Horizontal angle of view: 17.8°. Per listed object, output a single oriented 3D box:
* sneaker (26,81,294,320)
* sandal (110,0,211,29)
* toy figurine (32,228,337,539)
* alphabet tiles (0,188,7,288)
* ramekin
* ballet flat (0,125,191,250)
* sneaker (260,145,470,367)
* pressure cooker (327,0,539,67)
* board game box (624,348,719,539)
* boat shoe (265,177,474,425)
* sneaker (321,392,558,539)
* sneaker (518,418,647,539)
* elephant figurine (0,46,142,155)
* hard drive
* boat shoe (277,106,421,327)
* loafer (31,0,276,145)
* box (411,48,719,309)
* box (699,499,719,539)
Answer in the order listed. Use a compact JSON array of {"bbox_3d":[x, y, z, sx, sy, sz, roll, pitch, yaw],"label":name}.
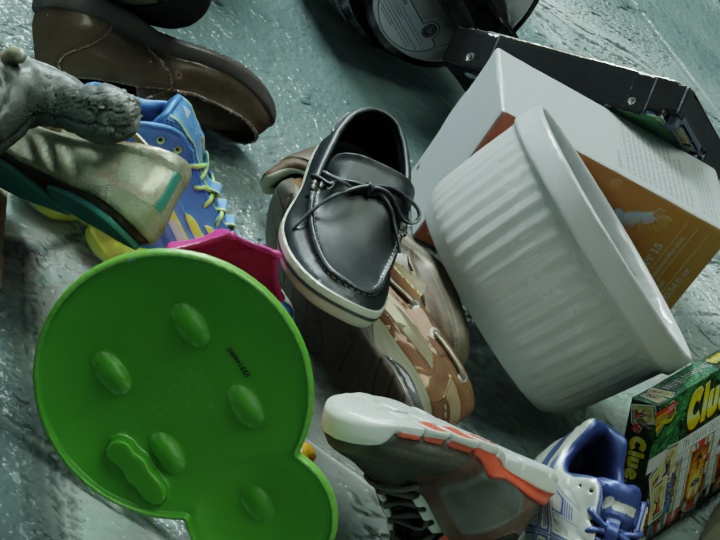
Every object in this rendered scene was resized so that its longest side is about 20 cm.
[{"bbox_3d":[-0.110,-0.039,1.388,0.200,0.105,0.076,33,28,-5],"label":"sneaker"},{"bbox_3d":[-0.159,-0.200,1.534,0.080,0.058,0.201,21,-5,-27],"label":"sandal"},{"bbox_3d":[-0.074,0.055,1.285,0.200,0.150,0.184,55,16,-10],"label":"toy figurine"},{"bbox_3d":[-0.294,-0.056,1.312,0.199,0.006,0.167,25,29,-21],"label":"alphabet tiles"},{"bbox_3d":[0.126,0.000,1.531,0.201,0.105,0.200,57,9,-14],"label":"ramekin"},{"bbox_3d":[-0.163,-0.062,1.316,0.200,0.062,0.067,24,-16,45],"label":"ballet flat"},{"bbox_3d":[0.000,0.000,1.518,0.075,0.071,0.200,-14,53,-24],"label":"sneaker"},{"bbox_3d":[0.055,-0.263,1.832,0.175,0.179,0.200,5,32,-30],"label":"pressure cooker"},{"bbox_3d":[0.220,0.113,1.532,0.023,0.105,0.200,14,18,28],"label":"board game box"},{"bbox_3d":[0.004,0.025,1.443,0.072,0.076,0.201,-12,62,-34],"label":"boat shoe"},{"bbox_3d":[0.042,0.128,1.302,0.077,0.082,0.200,22,-2,42],"label":"sneaker"},{"bbox_3d":[0.131,0.166,1.362,0.075,0.088,0.200,26,30,-23],"label":"sneaker"},{"bbox_3d":[-0.247,-0.099,1.267,0.141,0.155,0.200,24,18,-50],"label":"elephant figurine"},{"bbox_3d":[0.175,-0.126,1.770,0.199,0.038,0.140,19,-12,28],"label":"hard drive"},{"bbox_3d":[-0.004,-0.037,1.390,0.074,0.062,0.200,28,30,-12],"label":"boat shoe"},{"bbox_3d":[-0.144,-0.122,1.539,0.199,0.071,0.073,24,-14,-36],"label":"loafer"},{"bbox_3d":[0.152,-0.050,1.681,0.199,0.125,0.098,27,29,-16],"label":"box"},{"bbox_3d":[0.314,0.120,1.518,0.068,0.200,0.082,38,28,5],"label":"box"}]
